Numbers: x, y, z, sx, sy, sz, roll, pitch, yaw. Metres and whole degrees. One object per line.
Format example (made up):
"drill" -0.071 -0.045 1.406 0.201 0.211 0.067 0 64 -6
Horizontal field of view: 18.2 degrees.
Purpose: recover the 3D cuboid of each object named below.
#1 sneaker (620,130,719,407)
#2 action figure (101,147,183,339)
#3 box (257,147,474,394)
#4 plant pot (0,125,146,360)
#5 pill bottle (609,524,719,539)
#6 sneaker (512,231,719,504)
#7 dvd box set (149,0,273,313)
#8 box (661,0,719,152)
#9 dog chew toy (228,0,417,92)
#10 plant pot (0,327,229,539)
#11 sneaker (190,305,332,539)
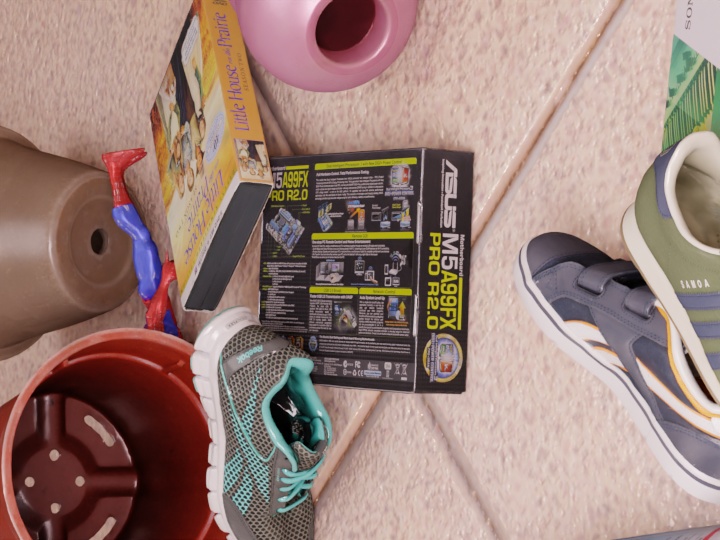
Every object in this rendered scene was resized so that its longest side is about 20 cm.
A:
"sneaker" 0.206 0.014 1.153 0.201 0.067 0.090 56 154 26
"action figure" -0.161 0.006 1.751 0.065 0.051 0.201 167 93 -82
"box" 0.000 0.000 1.527 0.200 0.044 0.161 0 87 56
"plant pot" -0.272 -0.021 1.830 0.174 0.200 0.201 1 88 39
"pill bottle" 0.157 0.199 1.220 0.200 0.108 0.109 -19 72 55
"sneaker" 0.165 0.032 1.250 0.200 0.078 0.080 50 133 32
"dvd box set" -0.114 -0.091 1.673 0.147 0.029 0.201 118 149 -44
"box" 0.238 -0.087 1.186 0.200 0.036 0.145 11 97 57
"dog chew toy" -0.040 -0.205 1.541 0.200 0.124 0.125 54 130 53
"plant pot" -0.205 0.154 1.704 0.195 0.200 0.202 -17 73 63
"sneaker" -0.058 0.126 1.539 0.091 0.077 0.201 18 130 44
